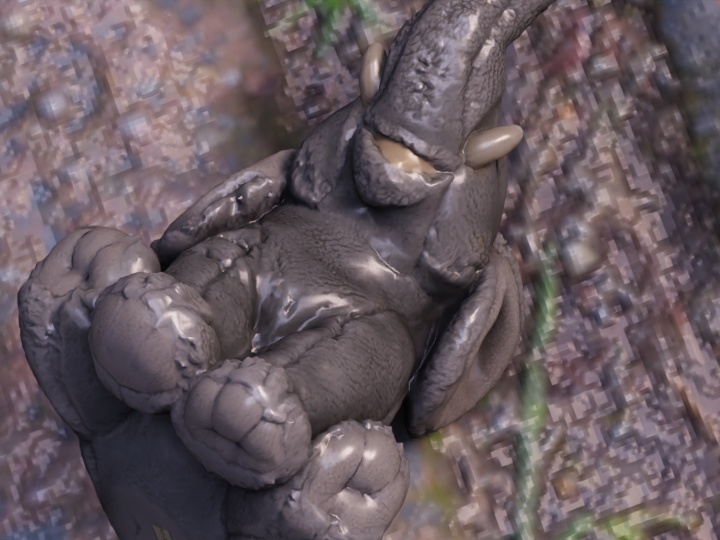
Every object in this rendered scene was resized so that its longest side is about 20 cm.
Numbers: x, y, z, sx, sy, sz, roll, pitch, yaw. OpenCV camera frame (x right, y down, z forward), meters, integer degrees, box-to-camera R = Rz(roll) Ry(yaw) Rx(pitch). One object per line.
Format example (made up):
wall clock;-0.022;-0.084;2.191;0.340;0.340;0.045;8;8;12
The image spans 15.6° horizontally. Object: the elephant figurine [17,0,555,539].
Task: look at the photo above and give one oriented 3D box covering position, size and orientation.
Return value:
elephant figurine;0.000;0.000;0.830;0.200;0.155;0.142;-48;115;-32
